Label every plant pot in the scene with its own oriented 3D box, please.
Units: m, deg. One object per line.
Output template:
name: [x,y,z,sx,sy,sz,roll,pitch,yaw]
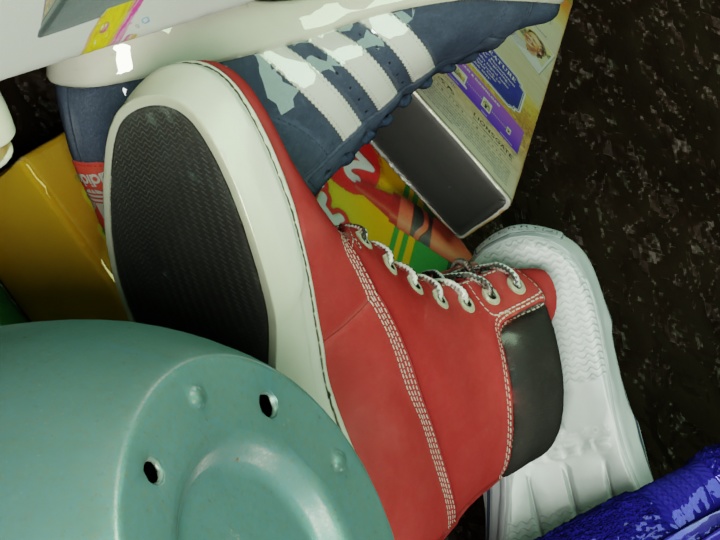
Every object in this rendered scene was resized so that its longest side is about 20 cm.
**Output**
plant pot: [-0.085,0.105,0.845,0.200,0.161,0.201,29,51,-44]

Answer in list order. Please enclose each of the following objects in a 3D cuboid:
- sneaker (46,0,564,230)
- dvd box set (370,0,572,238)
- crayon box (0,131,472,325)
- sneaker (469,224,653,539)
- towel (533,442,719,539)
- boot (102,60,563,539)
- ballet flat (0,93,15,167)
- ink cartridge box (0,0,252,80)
sneaker: [-0.014,-0.060,1.031,0.200,0.075,0.085,-14,103,-28]
dvd box set: [0.017,-0.114,1.171,0.146,0.029,0.200,47,26,-15]
crayon box: [-0.056,-0.003,1.060,0.127,0.051,0.200,54,42,-2]
sneaker: [0.079,0.080,1.098,0.071,0.073,0.200,-31,115,-81]
towel: [0.119,0.143,1.042,0.200,0.050,0.148,-25,109,-23]
boot: [0.000,0.000,0.992,0.144,0.072,0.200,-39,120,-37]
ballet flat: [-0.140,-0.031,0.895,0.200,0.067,0.067,-74,144,-61]
ink cartridge box: [-0.110,-0.141,0.940,0.145,0.088,0.200,36,36,27]
